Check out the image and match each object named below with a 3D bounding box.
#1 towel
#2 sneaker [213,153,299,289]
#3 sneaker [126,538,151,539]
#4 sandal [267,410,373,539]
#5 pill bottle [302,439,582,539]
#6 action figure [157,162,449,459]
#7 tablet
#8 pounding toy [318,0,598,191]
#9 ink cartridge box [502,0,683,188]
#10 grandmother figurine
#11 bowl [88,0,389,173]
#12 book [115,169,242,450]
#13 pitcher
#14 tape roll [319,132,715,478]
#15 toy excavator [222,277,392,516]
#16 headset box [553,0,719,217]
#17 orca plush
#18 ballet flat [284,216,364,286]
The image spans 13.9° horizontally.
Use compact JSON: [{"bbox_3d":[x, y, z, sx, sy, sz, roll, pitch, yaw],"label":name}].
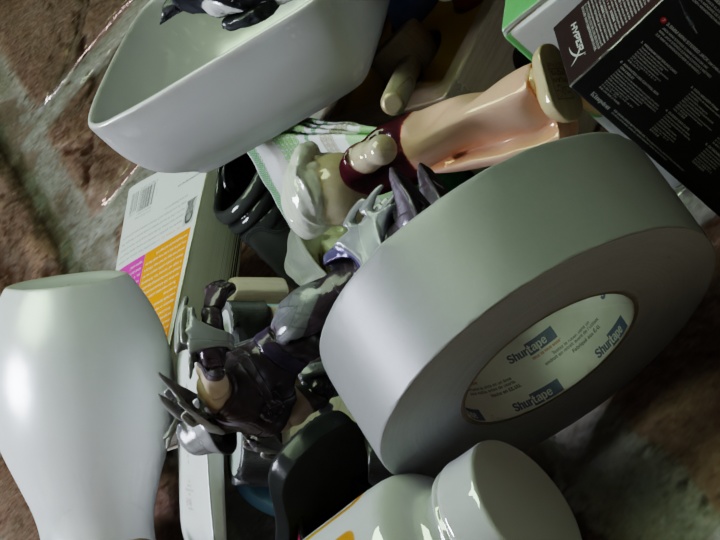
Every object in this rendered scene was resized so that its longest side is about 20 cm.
[{"bbox_3d":[0.009,-0.029,1.784,0.031,0.150,0.200,-37,19,-20],"label":"towel"},{"bbox_3d":[-0.037,-0.081,1.996,0.071,0.099,0.200,-33,27,41],"label":"sneaker"},{"bbox_3d":[-0.099,0.214,1.739,0.075,0.071,0.200,-28,29,5],"label":"sneaker"},{"bbox_3d":[-0.011,0.137,1.575,0.075,0.045,0.200,-44,-21,-14],"label":"sandal"},{"bbox_3d":[0.014,0.173,1.500,0.200,0.111,0.111,-39,26,27],"label":"pill bottle"},{"bbox_3d":[-0.030,0.030,1.545,0.200,0.130,0.069,-42,66,15],"label":"action figure"},{"bbox_3d":[-0.098,0.103,1.782,0.200,0.014,0.131,152,116,-80],"label":"tablet"},{"bbox_3d":[0.059,-0.121,1.817,0.184,0.142,0.200,-14,42,56],"label":"pounding toy"},{"bbox_3d":[0.162,-0.167,1.686,0.084,0.146,0.200,-37,26,30],"label":"ink cartridge box"},{"bbox_3d":[0.035,-0.066,1.604,0.200,0.121,0.061,-23,77,34],"label":"grandmother figurine"},{"bbox_3d":[-0.058,-0.143,1.815,0.200,0.075,0.200,-29,23,23],"label":"bowl"},{"bbox_3d":[-0.135,0.023,2.019,0.133,0.048,0.201,-23,54,55],"label":"book"},{"bbox_3d":[-0.181,0.103,1.901,0.172,0.121,0.201,-163,65,-74],"label":"pitcher"},{"bbox_3d":[0.079,0.020,1.501,0.200,0.200,0.066,-43,64,19],"label":"tape roll"},{"bbox_3d":[-0.049,0.069,1.785,0.200,0.099,0.195,121,147,-63],"label":"toy excavator"},{"bbox_3d":[0.222,-0.132,1.518,0.200,0.149,0.077,-45,24,18],"label":"headset box"},{"bbox_3d":[-0.072,-0.200,1.756,0.105,0.071,0.200,-42,21,-15],"label":"orca plush"},{"bbox_3d":[0.000,0.000,1.665,0.200,0.067,0.064,-136,46,-65],"label":"ballet flat"}]
